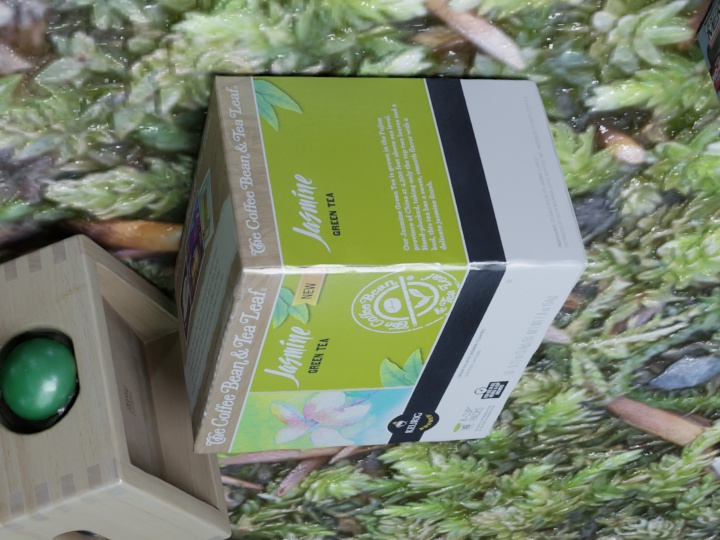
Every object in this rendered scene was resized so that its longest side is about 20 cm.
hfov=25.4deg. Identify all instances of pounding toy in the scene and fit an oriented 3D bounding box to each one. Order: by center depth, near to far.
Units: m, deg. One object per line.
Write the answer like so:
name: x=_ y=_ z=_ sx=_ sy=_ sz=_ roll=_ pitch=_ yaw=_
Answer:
pounding toy: x=-0.195 y=0.076 z=0.969 sx=0.141 sy=0.186 sz=0.200 roll=-20 pitch=155 yaw=12

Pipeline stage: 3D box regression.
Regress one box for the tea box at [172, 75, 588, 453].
tea box: x=0.000 y=0.000 z=0.934 sx=0.194 sy=0.135 sz=0.201 roll=-1 pitch=146 yaw=-15

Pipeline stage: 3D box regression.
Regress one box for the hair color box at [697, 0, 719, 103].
hair color box: x=0.298 y=-0.143 z=0.878 sx=0.197 sy=0.061 sz=0.099 roll=-3 pitch=147 yaw=-11
